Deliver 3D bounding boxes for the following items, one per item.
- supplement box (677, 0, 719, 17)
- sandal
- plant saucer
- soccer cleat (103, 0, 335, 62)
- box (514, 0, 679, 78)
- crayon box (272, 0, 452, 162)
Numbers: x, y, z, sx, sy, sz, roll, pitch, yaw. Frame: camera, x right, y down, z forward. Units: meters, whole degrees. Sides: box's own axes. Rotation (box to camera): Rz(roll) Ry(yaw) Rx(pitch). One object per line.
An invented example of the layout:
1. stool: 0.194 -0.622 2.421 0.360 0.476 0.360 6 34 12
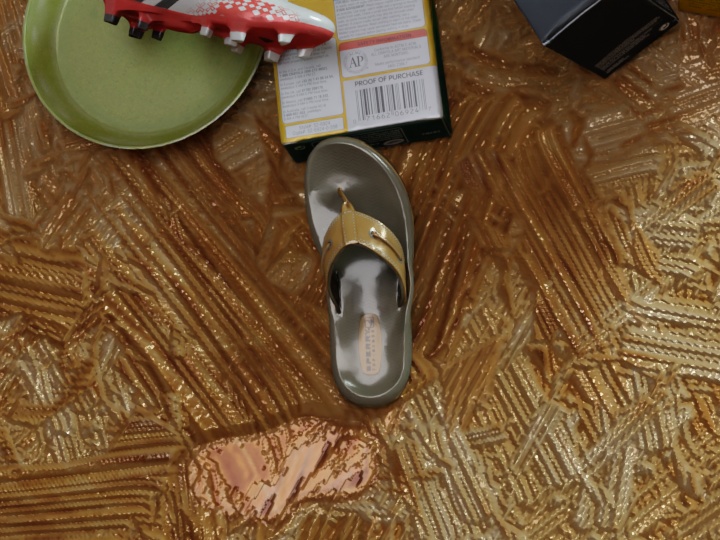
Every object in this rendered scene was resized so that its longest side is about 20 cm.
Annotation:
1. supplement box: 0.287 -0.259 1.470 0.109 0.200 0.110 13 79 13
2. sandal: 0.000 0.000 1.519 0.080 0.054 0.202 -6 85 11
3. plant saucer: -0.165 -0.187 1.625 0.198 0.031 0.202 -2 76 9
4. soccer cleat: -0.105 -0.210 1.556 0.199 0.069 0.086 11 83 29
5. box: 0.134 -0.251 1.522 0.079 0.141 0.201 -36 71 15
6. crayon box: -0.005 -0.193 1.585 0.125 0.052 0.202 -9 75 9
